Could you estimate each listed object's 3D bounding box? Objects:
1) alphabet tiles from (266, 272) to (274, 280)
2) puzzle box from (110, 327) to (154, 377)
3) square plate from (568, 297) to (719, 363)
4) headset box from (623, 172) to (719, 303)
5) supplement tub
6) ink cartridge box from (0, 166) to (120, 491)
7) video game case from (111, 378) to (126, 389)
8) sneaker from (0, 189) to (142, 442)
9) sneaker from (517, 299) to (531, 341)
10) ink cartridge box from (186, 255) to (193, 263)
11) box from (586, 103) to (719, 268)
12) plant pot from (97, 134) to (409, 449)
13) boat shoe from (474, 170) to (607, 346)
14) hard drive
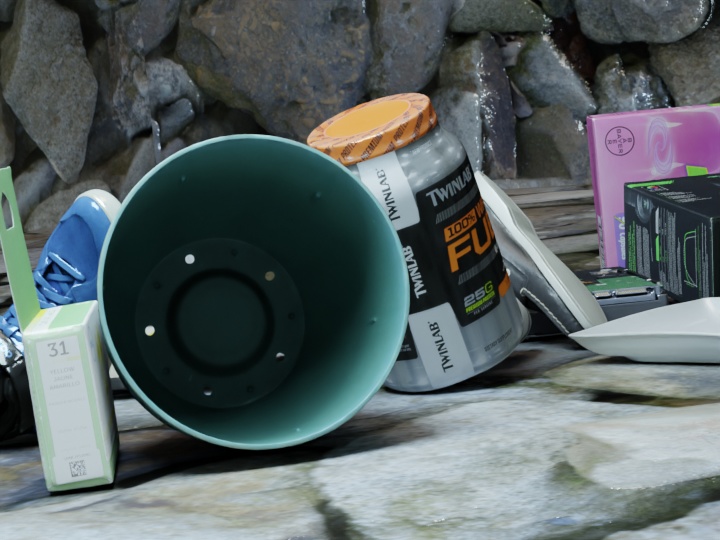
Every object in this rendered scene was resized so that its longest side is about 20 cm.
[{"bbox_3d":[-0.069,0.027,1.745,0.200,0.006,0.166,-17,-31,36],"label":"alphabet tiles"},{"bbox_3d":[-0.192,0.067,1.711,0.200,0.025,0.133,-5,5,7],"label":"puzzle box"},{"bbox_3d":[0.296,0.045,1.601,0.200,0.028,0.198,-1,7,42],"label":"square plate"},{"bbox_3d":[0.351,-0.031,1.892,0.174,0.093,0.200,-7,13,-15],"label":"headset box"},{"bbox_3d":[0.037,-0.022,1.548,0.122,0.200,0.123,-18,20,7],"label":"supplement tub"},{"bbox_3d":[-0.194,0.031,1.340,0.048,0.200,0.146,-8,5,-4],"label":"ink cartridge box"},{"bbox_3d":[-0.230,0.084,1.809,0.200,0.017,0.143,-2,6,32],"label":"video game case"},{"bbox_3d":[-0.226,0.039,1.467,0.111,0.200,0.077,-18,50,-43],"label":"sneaker"},{"bbox_3d":[0.042,0.050,1.693,0.200,0.075,0.088,0,-8,22],"label":"sneaker"},{"bbox_3d":[-0.100,-0.014,2.038,0.200,0.145,0.084,-9,5,-39],"label":"ink cartridge box"},{"bbox_3d":[0.330,-0.073,2.050,0.200,0.176,0.097,-5,5,3],"label":"box"},{"bbox_3d":[-0.083,0.026,1.388,0.200,0.201,0.161,-7,-8,-14],"label":"plant pot"},{"bbox_3d":[0.134,0.000,1.741,0.060,0.200,0.074,-45,-32,12],"label":"boat shoe"},{"bbox_3d":[0.187,0.028,1.863,0.140,0.038,0.200,-6,4,-5],"label":"hard drive"}]
